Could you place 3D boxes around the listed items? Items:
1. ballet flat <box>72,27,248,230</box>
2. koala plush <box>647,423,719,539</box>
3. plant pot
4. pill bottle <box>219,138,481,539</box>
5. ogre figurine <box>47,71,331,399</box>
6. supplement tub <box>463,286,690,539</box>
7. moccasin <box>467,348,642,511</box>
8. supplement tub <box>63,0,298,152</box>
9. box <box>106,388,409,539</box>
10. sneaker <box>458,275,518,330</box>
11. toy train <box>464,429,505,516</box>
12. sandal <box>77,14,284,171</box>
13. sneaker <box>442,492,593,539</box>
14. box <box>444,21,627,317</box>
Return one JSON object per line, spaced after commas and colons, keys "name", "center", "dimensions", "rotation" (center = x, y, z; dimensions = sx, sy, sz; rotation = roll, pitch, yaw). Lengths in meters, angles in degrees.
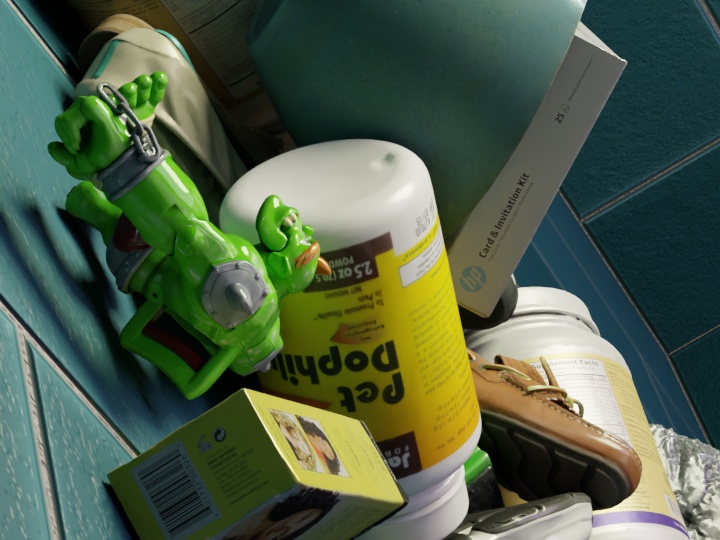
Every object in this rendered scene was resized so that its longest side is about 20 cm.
{"name": "ballet flat", "center": [-0.085, -0.033, 1.406], "dimensions": [0.200, 0.069, 0.070], "rotation": [56, 9, -18]}
{"name": "koala plush", "center": [0.188, 0.213, 1.836], "dimensions": [0.200, 0.183, 0.178], "rotation": [98, -10, -61]}
{"name": "plant pot", "center": [0.019, -0.129, 1.420], "dimensions": [0.134, 0.201, 0.200], "rotation": [27, 17, -13]}
{"name": "pill bottle", "center": [0.000, 0.042, 1.358], "dimensions": [0.109, 0.109, 0.201], "rotation": [-102, 178, -65]}
{"name": "ogre figurine", "center": [-0.083, -0.011, 1.228], "dimensions": [0.120, 0.098, 0.200], "rotation": [49, -26, 11]}
{"name": "supplement tub", "center": [0.113, 0.126, 1.647], "dimensions": [0.145, 0.145, 0.201], "rotation": [47, 21, -55]}
{"name": "moccasin", "center": [0.087, 0.082, 1.547], "dimensions": [0.201, 0.078, 0.074], "rotation": [19, -39, 47]}
{"name": "supplement tub", "center": [-0.091, -0.169, 1.518], "dimensions": [0.200, 0.144, 0.145], "rotation": [53, 11, -39]}
{"name": "box", "center": [-0.040, 0.097, 1.169], "dimensions": [0.050, 0.075, 0.200], "rotation": [59, 9, 13]}
{"name": "sneaker", "center": [0.000, 0.000, 1.589], "dimensions": [0.199, 0.075, 0.085], "rotation": [21, 36, -11]}
{"name": "toy train", "center": [0.037, 0.070, 1.469], "dimensions": [0.056, 0.042, 0.201], "rotation": [27, -33, 45]}
{"name": "sandal", "center": [-0.068, -0.063, 1.467], "dimensions": [0.212, 0.077, 0.070], "rotation": [53, 41, -15]}
{"name": "sneaker", "center": [0.072, 0.192, 1.417], "dimensions": [0.200, 0.075, 0.116], "rotation": [-18, 92, -55]}
{"name": "box", "center": [0.077, -0.073, 1.475], "dimensions": [0.041, 0.156, 0.200], "rotation": [26, 11, -13]}
